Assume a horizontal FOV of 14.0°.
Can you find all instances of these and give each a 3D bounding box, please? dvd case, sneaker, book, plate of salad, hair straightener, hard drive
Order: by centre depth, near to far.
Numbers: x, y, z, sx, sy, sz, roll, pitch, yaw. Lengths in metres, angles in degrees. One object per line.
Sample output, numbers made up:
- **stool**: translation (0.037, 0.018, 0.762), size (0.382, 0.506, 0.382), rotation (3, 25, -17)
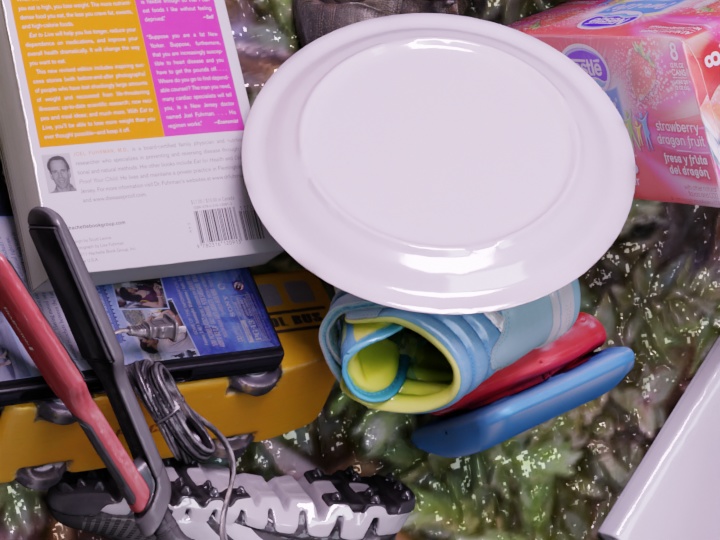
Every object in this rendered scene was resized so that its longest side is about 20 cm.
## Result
- **hair straightener**: translation (-0.107, 0.053, 1.428), size (0.077, 0.041, 0.201), rotation (-37, 104, -25)
- **dvd case**: translation (-0.150, 0.001, 1.484), size (0.199, 0.018, 0.143), rotation (-6, 56, -29)
- **plate of salad**: translation (0.039, -0.051, 1.485), size (0.199, 0.200, 0.048), rotation (-29, 148, -24)
- **book**: translation (-0.122, -0.096, 1.492), size (0.133, 0.048, 0.201), rotation (-6, 77, -30)
- **sneaker**: translation (0.000, 0.000, 1.511), size (0.130, 0.199, 0.080), rotation (-37, 142, -39)
- **sneaker**: translation (-0.071, 0.148, 1.555), size (0.199, 0.066, 0.091), rotation (6, 106, -20)
- **hard drive**: translation (0.239, 0.110, 1.745), size (0.132, 0.026, 0.200), rotation (41, 74, -24)

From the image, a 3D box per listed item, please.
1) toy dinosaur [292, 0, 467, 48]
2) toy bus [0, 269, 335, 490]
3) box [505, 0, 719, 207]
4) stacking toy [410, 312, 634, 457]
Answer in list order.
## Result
- **toy dinosaur**: translation (0.002, -0.149, 1.579), size (0.077, 0.102, 0.201), rotation (-46, 134, -62)
- **toy bus**: translation (-0.106, 0.054, 1.519), size (0.199, 0.065, 0.079), rotation (-7, 53, -28)
- **box**: translation (0.166, -0.099, 1.596), size (0.102, 0.200, 0.095), rotation (-23, 105, -24)
- **stacking toy**: translation (0.058, -0.009, 1.612), size (0.109, 0.116, 0.201), rotation (-23, 90, -25)
